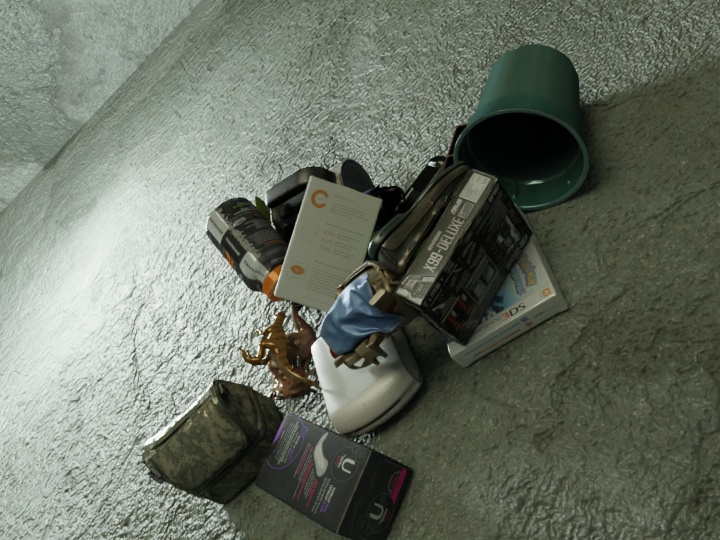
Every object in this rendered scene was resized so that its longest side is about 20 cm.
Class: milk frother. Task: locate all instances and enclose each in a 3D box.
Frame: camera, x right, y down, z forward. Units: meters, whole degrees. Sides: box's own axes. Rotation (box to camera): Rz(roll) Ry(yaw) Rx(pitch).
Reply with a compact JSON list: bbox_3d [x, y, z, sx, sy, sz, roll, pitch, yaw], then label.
[{"bbox_3d":[-0.077,-0.089,1.376,0.187,0.180,0.202,-24,79,32],"label":"milk frother"}]

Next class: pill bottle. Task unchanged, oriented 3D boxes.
[{"bbox_3d":[-0.189,-0.034,1.281,0.106,0.106,0.200,-46,61,6],"label":"pill bottle"}]

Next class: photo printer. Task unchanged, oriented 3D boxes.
[{"bbox_3d":[0.009,0.158,1.138,0.166,0.069,0.201,-39,40,16],"label":"photo printer"}]

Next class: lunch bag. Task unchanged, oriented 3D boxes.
[{"bbox_3d":[-0.255,0.290,1.223,0.200,0.167,0.140,-42,39,13],"label":"lunch bag"}]

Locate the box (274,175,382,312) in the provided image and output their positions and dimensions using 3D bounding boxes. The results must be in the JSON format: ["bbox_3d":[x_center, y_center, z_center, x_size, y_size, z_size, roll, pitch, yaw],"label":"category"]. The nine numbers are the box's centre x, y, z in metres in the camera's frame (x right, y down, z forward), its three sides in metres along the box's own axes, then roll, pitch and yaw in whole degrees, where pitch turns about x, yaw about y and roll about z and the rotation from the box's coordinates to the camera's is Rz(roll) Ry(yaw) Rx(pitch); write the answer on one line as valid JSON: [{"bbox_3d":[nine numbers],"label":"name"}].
[{"bbox_3d":[-0.054,-0.036,1.166,0.097,0.123,0.202,169,118,-85],"label":"box"}]

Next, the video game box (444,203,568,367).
[{"bbox_3d":[0.197,0.020,1.076,0.181,0.047,0.201,-33,42,20],"label":"video game box"}]

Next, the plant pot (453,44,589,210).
[{"bbox_3d":[0.261,-0.235,1.108,0.199,0.200,0.197,-14,43,38],"label":"plant pot"}]

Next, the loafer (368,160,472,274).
[{"bbox_3d":[0.098,-0.070,0.983,0.063,0.072,0.200,40,71,22],"label":"loafer"}]

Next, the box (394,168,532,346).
[{"bbox_3d":[0.150,-0.014,0.983,0.050,0.158,0.201,26,82,39],"label":"box"}]

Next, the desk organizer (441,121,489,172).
[{"bbox_3d":[0.184,-0.150,1.196,0.071,0.077,0.202,-4,58,43],"label":"desk organizer"}]

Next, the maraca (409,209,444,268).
[{"bbox_3d":[0.106,-0.043,1.080,0.199,0.108,0.137,-31,-2,5],"label":"maraca"}]

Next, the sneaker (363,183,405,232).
[{"bbox_3d":[-0.002,-0.086,1.257,0.200,0.077,0.111,-38,14,-25],"label":"sneaker"}]

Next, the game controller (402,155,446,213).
[{"bbox_3d":[0.109,-0.124,1.292,0.201,0.042,0.104,-53,24,-2],"label":"game controller"}]

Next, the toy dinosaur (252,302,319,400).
[{"bbox_3d":[-0.115,0.153,1.257,0.135,0.086,0.201,-8,53,42],"label":"toy dinosaur"}]

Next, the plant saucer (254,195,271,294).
[{"bbox_3d":[-0.196,-0.053,1.455,0.031,0.201,0.201,-5,44,-9],"label":"plant saucer"}]

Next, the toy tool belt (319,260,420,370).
[{"bbox_3d":[-0.003,0.076,1.007,0.200,0.125,0.123,-49,-10,31],"label":"toy tool belt"}]

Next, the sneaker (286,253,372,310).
[{"bbox_3d":[-0.051,0.010,1.325,0.198,0.078,0.070,-21,41,4],"label":"sneaker"}]

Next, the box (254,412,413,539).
[{"bbox_3d":[-0.042,0.305,1.044,0.199,0.106,0.123,10,70,48],"label":"box"}]

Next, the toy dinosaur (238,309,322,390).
[{"bbox_3d":[-0.143,0.134,1.191,0.105,0.061,0.201,-25,42,2],"label":"toy dinosaur"}]
